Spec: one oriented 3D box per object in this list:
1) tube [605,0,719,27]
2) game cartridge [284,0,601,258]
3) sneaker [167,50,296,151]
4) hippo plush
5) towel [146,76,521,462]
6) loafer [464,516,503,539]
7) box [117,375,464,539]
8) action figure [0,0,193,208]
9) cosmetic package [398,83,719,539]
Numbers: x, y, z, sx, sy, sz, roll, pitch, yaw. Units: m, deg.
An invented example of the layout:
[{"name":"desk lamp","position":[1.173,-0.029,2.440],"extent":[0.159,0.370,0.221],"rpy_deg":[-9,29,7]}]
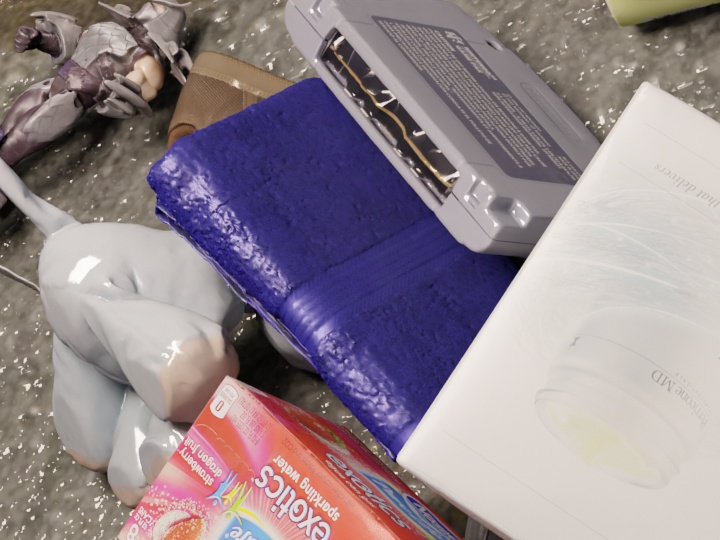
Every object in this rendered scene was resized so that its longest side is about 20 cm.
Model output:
[{"name":"tube","position":[0.225,-0.177,1.520],"extent":[0.200,0.052,0.058],"rpy_deg":[-13,81,16]},{"name":"game cartridge","position":[0.060,-0.074,1.484],"extent":[0.200,0.133,0.041],"rpy_deg":[52,126,36]},{"name":"sneaker","position":[-0.026,-0.060,1.579],"extent":[0.200,0.070,0.076],"rpy_deg":[22,88,43]},{"name":"hippo plush","position":[-0.080,0.024,1.517],"extent":[0.161,0.159,0.200],"rpy_deg":[-27,57,-29]},{"name":"towel","position":[0.000,0.000,1.439],"extent":[0.200,0.050,0.148],"rpy_deg":[48,43,14]},{"name":"loafer","position":[0.111,0.081,1.370],"extent":[0.070,0.068,0.201],"rpy_deg":[23,85,49]},{"name":"box","position":[-0.008,0.149,1.342],"extent":[0.100,0.095,0.200],"rpy_deg":[-55,48,6]},{"name":"action figure","position":[-0.175,-0.098,1.669],"extent":[0.200,0.069,0.130],"rpy_deg":[-41,24,-6]},{"name":"cosmetic package","position":[0.158,0.061,1.267],"extent":[0.199,0.123,0.200],"rpy_deg":[32,89,14]}]
